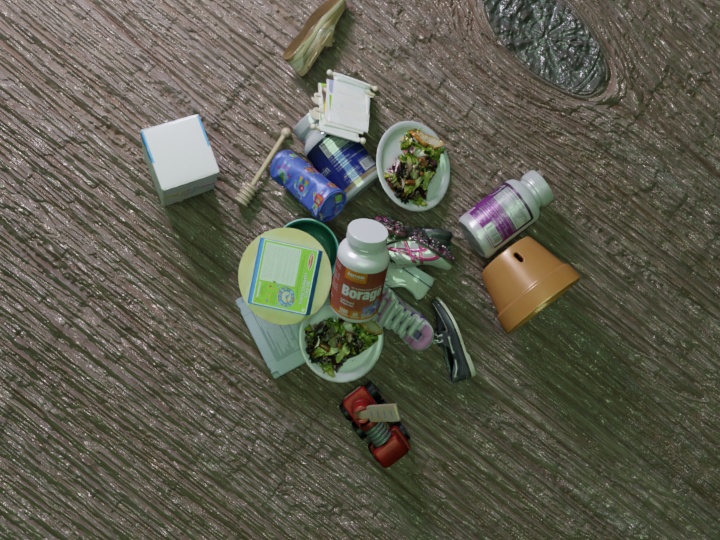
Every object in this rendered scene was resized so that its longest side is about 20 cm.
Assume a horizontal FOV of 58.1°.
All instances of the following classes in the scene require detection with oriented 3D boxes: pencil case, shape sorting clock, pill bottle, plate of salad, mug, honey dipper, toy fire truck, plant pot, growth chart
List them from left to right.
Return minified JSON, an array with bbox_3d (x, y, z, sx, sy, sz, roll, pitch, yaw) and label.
[{"bbox_3d":[-0.216,-0.237,1.469,0.038,0.038,0.202,34,89,-2],"label":"honey dipper"},{"bbox_3d":[-0.158,0.012,1.361,0.196,0.039,0.205,0,93,-4],"label":"shape sorting clock"},{"bbox_3d":[-0.130,-0.026,1.437,0.184,0.114,0.153,-37,92,1],"label":"mug"},{"bbox_3d":[-0.116,-0.181,1.408,0.200,0.077,0.088,41,123,31],"label":"pencil case"},{"bbox_3d":[-0.053,-0.258,1.430,0.115,0.116,0.201,-37,91,1],"label":"pill bottle"},{"bbox_3d":[-0.040,0.148,1.453,0.196,0.048,0.205,2,84,-15],"label":"plate of salad"},{"bbox_3d":[-0.037,-0.359,1.407,0.142,0.018,0.203,19,55,-13],"label":"growth chart"},{"bbox_3d":[0.000,0.000,1.351,0.110,0.113,0.203,10,126,-1],"label":"pill bottle"},{"bbox_3d":[0.046,0.339,1.408,0.128,0.200,0.177,-35,92,1],"label":"toy fire truck"},{"bbox_3d":[0.124,-0.233,1.434,0.197,0.048,0.205,3,84,-29],"label":"plate of salad"},{"bbox_3d":[0.325,-0.129,1.441,0.199,0.112,0.113,-37,92,0],"label":"pill bottle"},{"bbox_3d":[0.359,0.023,1.418,0.199,0.200,0.141,-36,74,0],"label":"plant pot"}]

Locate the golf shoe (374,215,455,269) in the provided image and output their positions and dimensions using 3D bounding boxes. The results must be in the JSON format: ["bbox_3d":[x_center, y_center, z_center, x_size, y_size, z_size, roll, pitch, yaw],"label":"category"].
[{"bbox_3d":[0.108,-0.042,1.404,0.197,0.073,0.093,24,110,-2],"label":"golf shoe"}]

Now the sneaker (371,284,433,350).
[{"bbox_3d":[0.086,0.099,1.463,0.199,0.088,0.081,40,104,12],"label":"sneaker"}]

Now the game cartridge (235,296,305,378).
[{"bbox_3d":[-0.184,0.128,1.482,0.132,0.040,0.203,-26,92,4],"label":"game cartridge"}]

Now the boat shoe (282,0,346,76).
[{"bbox_3d":[-0.093,-0.527,1.452,0.201,0.071,0.064,-52,127,-7],"label":"boat shoe"}]

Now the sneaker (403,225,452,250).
[{"bbox_3d":[0.109,-0.062,1.459,0.196,0.075,0.081,6,94,-1],"label":"sneaker"}]

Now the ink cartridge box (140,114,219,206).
[{"bbox_3d":[-0.390,-0.230,1.396,0.123,0.200,0.131,-21,92,-17],"label":"ink cartridge box"}]

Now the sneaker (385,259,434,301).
[{"bbox_3d":[0.071,0.001,1.461,0.198,0.073,0.072,31,88,-2],"label":"sneaker"}]

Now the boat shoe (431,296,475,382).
[{"bbox_3d":[0.197,0.160,1.469,0.062,0.073,0.203,-24,97,-3],"label":"boat shoe"}]
